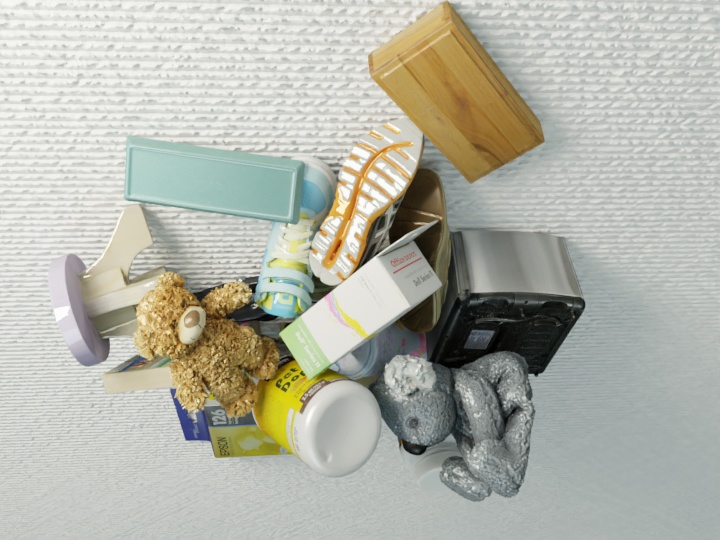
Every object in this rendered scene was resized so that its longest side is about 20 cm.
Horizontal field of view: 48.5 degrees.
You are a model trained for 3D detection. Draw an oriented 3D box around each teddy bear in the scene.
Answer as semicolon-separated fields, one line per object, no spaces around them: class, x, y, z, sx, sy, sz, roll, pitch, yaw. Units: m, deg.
teddy bear;-0.160;0.087;0.886;0.144;0.066;0.203;-40;129;-21

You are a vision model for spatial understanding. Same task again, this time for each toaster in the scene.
toaster;0.184;0.044;1.059;0.175;0.121;0.202;1;143;-10

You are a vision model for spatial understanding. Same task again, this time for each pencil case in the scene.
pencil case;0.027;0.103;1.084;0.198;0.082;0.093;3;110;-60

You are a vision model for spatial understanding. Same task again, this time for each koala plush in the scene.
koala plush;0.103;0.169;1.001;0.195;0.188;0.178;18;159;-3

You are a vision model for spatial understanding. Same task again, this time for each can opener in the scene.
can opener;-0.180;0.043;1.067;0.195;0.065;0.078;-9;171;21

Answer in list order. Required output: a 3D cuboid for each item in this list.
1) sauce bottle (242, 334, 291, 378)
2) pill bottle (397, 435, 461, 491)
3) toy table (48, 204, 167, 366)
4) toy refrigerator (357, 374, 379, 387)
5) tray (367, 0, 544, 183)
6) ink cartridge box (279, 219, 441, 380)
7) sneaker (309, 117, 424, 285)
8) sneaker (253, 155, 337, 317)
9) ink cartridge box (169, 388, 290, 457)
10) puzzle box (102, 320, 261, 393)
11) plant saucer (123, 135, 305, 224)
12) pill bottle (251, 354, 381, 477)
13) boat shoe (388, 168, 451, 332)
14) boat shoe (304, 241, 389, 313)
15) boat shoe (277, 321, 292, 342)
sauce bottle;-0.159;0.122;1.126;0.195;0.068;0.066;-8;146;28
pill bottle;0.102;0.215;1.184;0.106;0.204;0.111;-7;142;-6
toy table;-0.282;0.031;0.937;0.114;0.200;0.188;-19;111;-10
toy refrigerator;-0.045;0.191;1.184;0.069;0.077;0.198;-31;167;30
tray;0.104;-0.176;0.832;0.097;0.038;0.199;-27;139;26
ink cartridge box;0.016;0.032;0.906;0.199;0.068;0.117;-38;174;27
sneaker;0.012;-0.078;0.896;0.202;0.078;0.077;-58;160;16
sneaker;-0.075;-0.024;0.924;0.077;0.133;0.202;10;141;-5
ink cartridge box;-0.212;0.257;1.351;0.194;0.048;0.200;-4;144;-6
puzzle box;-0.223;0.107;1.031;0.129;0.200;0.026;-8;100;17
plant saucer;-0.160;-0.095;0.862;0.194;0.019;0.072;8;106;-2
pill bottle;-0.065;0.168;0.974;0.108;0.112;0.198;22;175;-31
boat shoe;0.076;-0.029;0.970;0.070;0.064;0.205;11;116;21
boat shoe;0.000;0.000;1.028;0.195;0.073;0.063;-15;129;-10
boat shoe;-0.085;0.104;1.145;0.074;0.076;0.202;30;128;-21
